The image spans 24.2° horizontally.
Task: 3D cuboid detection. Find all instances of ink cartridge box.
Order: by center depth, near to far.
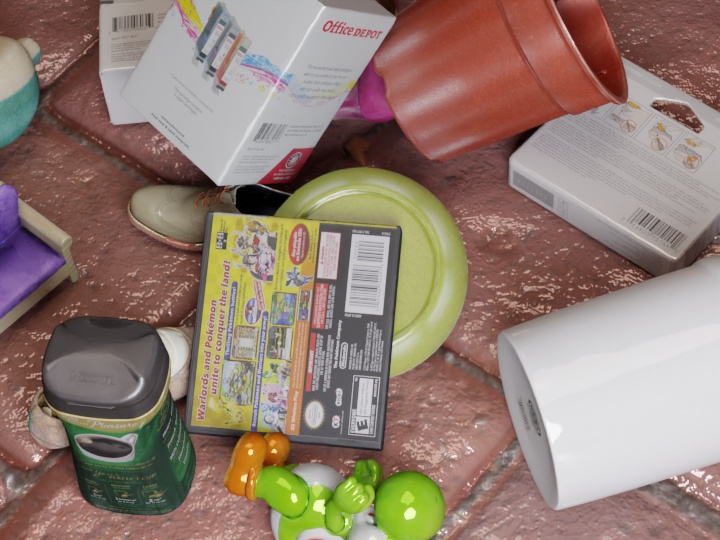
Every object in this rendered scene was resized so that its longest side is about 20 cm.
[{"bbox_3d":[-0.095,-0.202,1.575,0.144,0.145,0.201,42,110,20],"label":"ink cartridge box"},{"bbox_3d":[0.273,-0.102,1.635,0.199,0.045,0.176,34,63,25],"label":"ink cartridge box"},{"bbox_3d":[-0.198,-0.260,1.764,0.144,0.085,0.202,-5,53,0],"label":"ink cartridge box"}]

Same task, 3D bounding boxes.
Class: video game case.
[{"bbox_3d":[-0.059,0.053,1.505,0.178,0.026,0.203,5,80,5],"label":"video game case"}]

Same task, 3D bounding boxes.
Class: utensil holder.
[{"bbox_3d":[0.233,0.097,1.415,0.198,0.171,0.171,-17,54,-6],"label":"utensil holder"}]

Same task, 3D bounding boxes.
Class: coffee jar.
[{"bbox_3d":[-0.202,0.122,1.409,0.103,0.201,0.086,5,54,8],"label":"coffee jar"}]

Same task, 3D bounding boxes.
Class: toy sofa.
[{"bbox_3d":[-0.365,0.018,1.564,0.082,0.098,0.200,34,62,26],"label":"toy sofa"}]

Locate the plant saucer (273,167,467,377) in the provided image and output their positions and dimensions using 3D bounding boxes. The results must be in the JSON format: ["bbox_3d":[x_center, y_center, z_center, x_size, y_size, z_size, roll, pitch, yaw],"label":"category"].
[{"bbox_3d":[0.000,0.000,1.539,0.197,0.031,0.203,-1,79,3],"label":"plant saucer"}]

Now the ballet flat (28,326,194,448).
[{"bbox_3d":[-0.209,0.096,1.512,0.199,0.068,0.068,-30,57,-17],"label":"ballet flat"}]

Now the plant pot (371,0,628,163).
[{"bbox_3d":[0.127,-0.210,1.619,0.194,0.201,0.202,-25,49,22],"label":"plant pot"}]

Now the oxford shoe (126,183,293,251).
[{"bbox_3d":[-0.133,-0.063,1.619,0.197,0.074,0.071,7,54,10],"label":"oxford shoe"}]

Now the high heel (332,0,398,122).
[{"bbox_3d":[0.032,-0.240,1.728,0.095,0.067,0.202,-1,55,31],"label":"high heel"}]

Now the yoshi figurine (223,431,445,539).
[{"bbox_3d":[-0.007,0.187,1.407,0.199,0.113,0.113,27,53,19],"label":"yoshi figurine"}]

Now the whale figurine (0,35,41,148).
[{"bbox_3d":[-0.401,-0.189,1.736,0.158,0.105,0.200,-23,30,-13],"label":"whale figurine"}]
